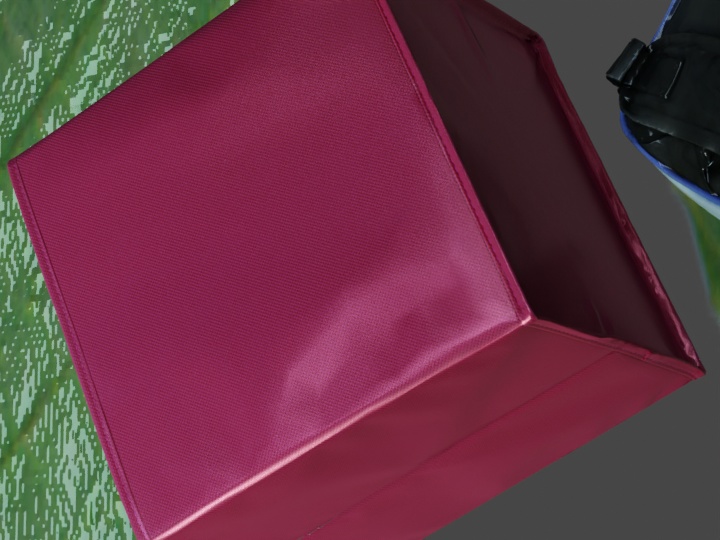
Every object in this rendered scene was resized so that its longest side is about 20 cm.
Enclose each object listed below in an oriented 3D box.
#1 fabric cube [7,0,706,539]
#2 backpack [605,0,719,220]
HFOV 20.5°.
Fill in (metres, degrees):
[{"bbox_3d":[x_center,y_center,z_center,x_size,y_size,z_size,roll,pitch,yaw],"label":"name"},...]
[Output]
[{"bbox_3d":[0.000,0.000,0.891,0.199,0.200,0.197,-33,65,21],"label":"fabric cube"},{"bbox_3d":[0.233,-0.071,0.787,0.200,0.147,0.184,40,104,35],"label":"backpack"}]
